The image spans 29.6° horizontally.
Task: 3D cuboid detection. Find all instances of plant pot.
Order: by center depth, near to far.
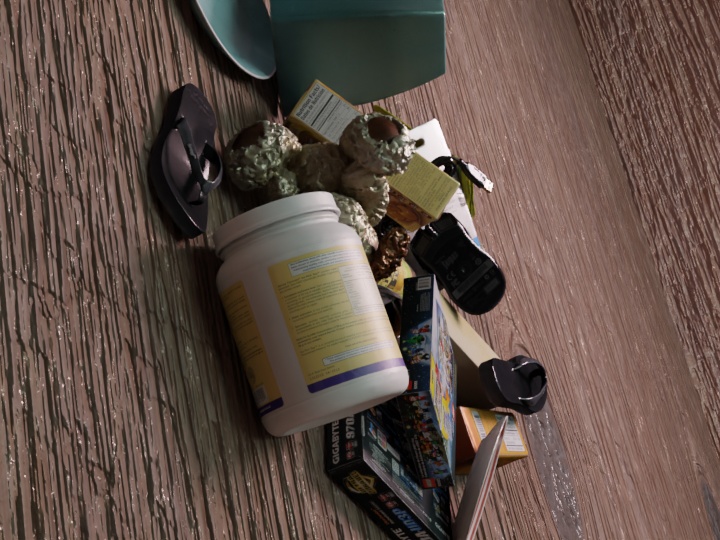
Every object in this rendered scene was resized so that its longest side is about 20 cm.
[{"bbox_3d":[-0.001,-0.285,1.609,0.142,0.199,0.141,-93,178,-46],"label":"plant pot"}]

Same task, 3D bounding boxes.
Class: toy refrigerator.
[{"bbox_3d":[0.109,0.104,1.715,0.200,0.076,0.070,46,29,-43],"label":"toy refrigerator"}]

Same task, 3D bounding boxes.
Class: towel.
[{"bbox_3d":[0.083,-0.145,1.797,0.200,0.018,0.086,39,-36,41],"label":"towel"}]

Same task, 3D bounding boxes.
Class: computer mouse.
[{"bbox_3d":[0.120,-0.049,1.667,0.200,0.140,0.046,42,-1,-22],"label":"computer mouse"}]

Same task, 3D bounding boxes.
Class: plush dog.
[{"bbox_3d":[-0.038,-0.054,1.422,0.161,0.199,0.172,84,3,-60],"label":"plush dog"}]

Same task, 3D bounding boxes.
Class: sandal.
[{"bbox_3d":[-0.162,-0.116,1.319,0.076,0.043,0.200,49,27,-40],"label":"sandal"},{"bbox_3d":[0.206,0.143,1.721,0.200,0.043,0.076,4,65,-67],"label":"sandal"}]

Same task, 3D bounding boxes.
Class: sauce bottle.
[{"bbox_3d":[0.000,0.000,1.570,0.200,0.065,0.065,19,51,-63],"label":"sauce bottle"}]

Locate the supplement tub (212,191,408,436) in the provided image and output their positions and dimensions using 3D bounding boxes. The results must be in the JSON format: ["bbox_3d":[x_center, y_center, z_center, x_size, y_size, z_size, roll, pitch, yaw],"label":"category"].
[{"bbox_3d":[-0.051,0.041,1.283,0.145,0.145,0.200,3,66,-68],"label":"supplement tub"}]

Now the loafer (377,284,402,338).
[{"bbox_3d":[0.016,0.058,1.507,0.200,0.072,0.073,4,108,-61],"label":"loafer"}]

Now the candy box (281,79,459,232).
[{"bbox_3d":[0.006,-0.126,1.545,0.200,0.055,0.115,35,-12,-6],"label":"candy box"}]

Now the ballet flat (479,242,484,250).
[{"bbox_3d":[0.118,-0.087,1.954,0.200,0.072,0.072,57,23,-24],"label":"ballet flat"}]

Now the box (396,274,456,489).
[{"bbox_3d":[0.074,0.118,1.480,0.200,0.038,0.137,-83,162,-54],"label":"box"}]

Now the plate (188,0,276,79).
[{"bbox_3d":[-0.158,-0.307,1.560,0.200,0.026,0.200,51,26,-38],"label":"plate"}]

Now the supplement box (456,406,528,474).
[{"bbox_3d":[0.142,0.213,1.696,0.200,0.066,0.069,22,47,-63],"label":"supplement box"}]

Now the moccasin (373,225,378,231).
[{"bbox_3d":[-0.031,-0.134,1.636,0.078,0.073,0.202,34,47,-69],"label":"moccasin"}]

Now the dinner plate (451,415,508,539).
[{"bbox_3d":[0.129,0.258,1.541,0.200,0.024,0.201,16,90,-81],"label":"dinner plate"}]

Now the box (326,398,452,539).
[{"bbox_3d":[0.032,0.198,1.466,0.200,0.046,0.159,50,26,-38],"label":"box"}]

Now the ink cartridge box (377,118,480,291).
[{"bbox_3d":[0.070,-0.078,1.717,0.116,0.068,0.200,-29,107,-37],"label":"ink cartridge box"}]
